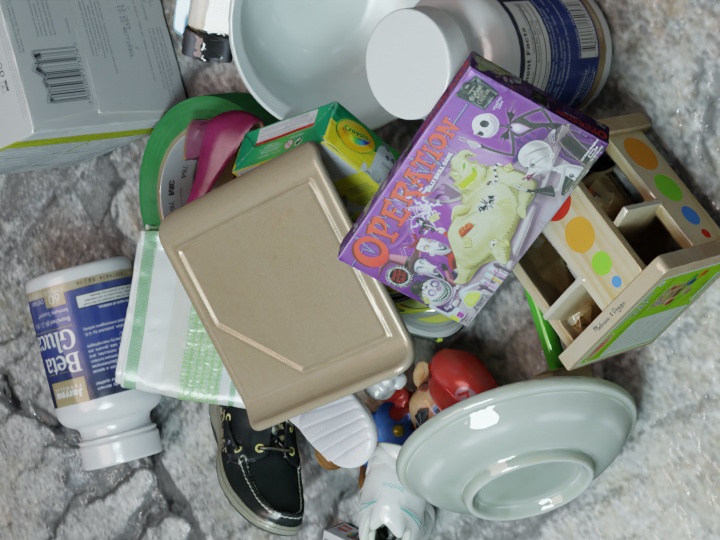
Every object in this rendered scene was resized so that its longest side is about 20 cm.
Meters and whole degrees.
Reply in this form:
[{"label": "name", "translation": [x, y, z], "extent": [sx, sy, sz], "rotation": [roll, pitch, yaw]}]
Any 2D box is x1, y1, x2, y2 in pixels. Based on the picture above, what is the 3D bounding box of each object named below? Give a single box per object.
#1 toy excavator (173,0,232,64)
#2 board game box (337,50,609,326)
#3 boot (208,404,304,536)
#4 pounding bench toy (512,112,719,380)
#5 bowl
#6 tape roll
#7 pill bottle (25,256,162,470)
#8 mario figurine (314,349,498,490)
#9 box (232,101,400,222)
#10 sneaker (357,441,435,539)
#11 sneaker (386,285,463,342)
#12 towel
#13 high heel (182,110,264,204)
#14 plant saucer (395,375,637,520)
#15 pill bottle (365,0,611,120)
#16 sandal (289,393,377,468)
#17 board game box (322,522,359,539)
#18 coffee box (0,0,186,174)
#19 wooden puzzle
[{"label": "toy excavator", "translation": [-0.134, -0.260, 1.666], "extent": [0.193, 0.200, 0.100], "rotation": [9, 108, -7]}, {"label": "board game box", "translation": [0.081, -0.056, 1.348], "extent": [0.120, 0.032, 0.200], "rotation": [29, 125, -8]}, {"label": "boot", "translation": [-0.074, 0.126, 1.666], "extent": [0.154, 0.073, 0.204], "rotation": [-61, 31, 28]}, {"label": "pounding bench toy", "translation": [0.167, -0.008, 1.431], "extent": [0.156, 0.124, 0.200], "rotation": [54, 128, 19]}, {"label": "bowl", "translation": [-0.024, -0.222, 1.539], "extent": [0.090, 0.200, 0.202], "rotation": [-129, 46, -62]}, {"label": "tape roll", "translation": [-0.126, -0.067, 1.725], "extent": [0.200, 0.048, 0.202], "rotation": [10, 106, 39]}, {"label": "pill bottle", "translation": [-0.263, 0.095, 1.833], "extent": [0.111, 0.111, 0.201], "rotation": [-16, 88, 42]}, {"label": "mario figurine", "translation": [0.042, 0.142, 1.577], "extent": [0.200, 0.123, 0.106], "rotation": [-39, 61, 43]}, {"label": "box", "translation": [0.002, -0.060, 1.552], "extent": [0.117, 0.200, 0.049], "rotation": [-14, 48, 42]}, {"label": "sneaker", "translation": [0.024, 0.218, 1.575], "extent": [0.070, 0.201, 0.081], "rotation": [12, 64, 9]}, {"label": "sneaker", "translation": [0.000, 0.000, 1.552], "extent": [0.077, 0.199, 0.076], "rotation": [106, 171, -51]}, {"label": "towel", "translation": [-0.110, 0.047, 1.626], "extent": [0.199, 0.031, 0.150], "rotation": [10, 88, 0]}, {"label": "high heel", "translation": [-0.124, -0.044, 1.647], "extent": [0.096, 0.067, 0.201], "rotation": [2, 96, 51]}, {"label": "plant saucer", "translation": [0.129, 0.154, 1.444], "extent": [0.200, 0.199, 0.050], "rotation": [-42, 49, 38]}, {"label": "pill bottle", "translation": [0.098, -0.165, 1.408], "extent": [0.111, 0.199, 0.112], "rotation": [9, 104, 40]}, {"label": "sandal", "translation": [-0.041, 0.095, 1.564], "extent": [0.207, 0.059, 0.079], "rotation": [49, 115, 33]}, {"label": "board game box", "translation": [0.042, 0.327, 1.666], "extent": [0.199, 0.035, 0.127], "rotation": [20, 111, 37]}, {"label": "coffee box", "translation": [-0.322, -0.209, 1.766], "extent": [0.197, 0.199, 0.201], "rotation": [-17, 87, 42]}, {"label": "wooden puzzle", "translation": [-0.060, 0.014, 1.501], "extent": [0.185, 0.037, 0.201], "rotation": [-24, 90, 35]}]
